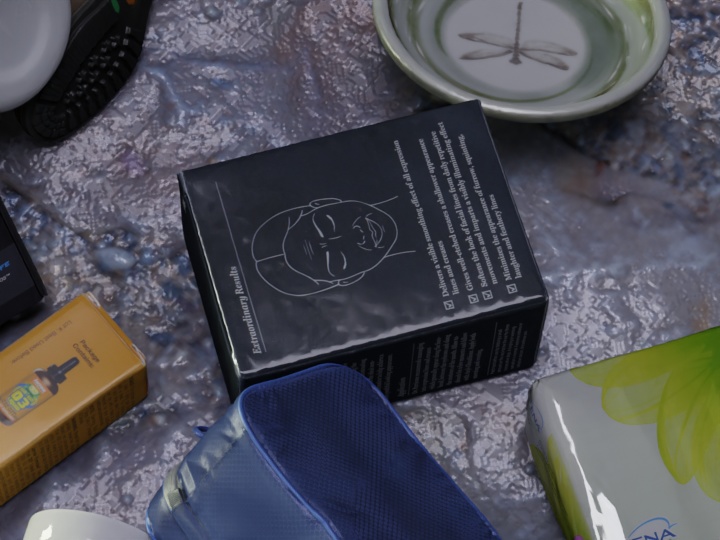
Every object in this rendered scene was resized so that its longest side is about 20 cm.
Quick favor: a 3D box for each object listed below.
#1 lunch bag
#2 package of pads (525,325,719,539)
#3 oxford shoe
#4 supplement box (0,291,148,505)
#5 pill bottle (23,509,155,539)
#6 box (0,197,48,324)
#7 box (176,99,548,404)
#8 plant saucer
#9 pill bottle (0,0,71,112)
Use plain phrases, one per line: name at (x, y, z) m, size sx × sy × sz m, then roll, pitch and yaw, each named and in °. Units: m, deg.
lunch bag at (-0.030, 0.159, 1.468) m, size 0.200 × 0.132 × 0.136 m, roll 51°, pitch 33°, yaw 20°
package of pads at (0.197, 0.143, 1.528) m, size 0.154 × 0.068 × 0.200 m, roll -15°, pitch 65°, yaw -9°
oxford shoe at (-0.189, -0.175, 1.685) m, size 0.084 × 0.073 × 0.200 m, roll 12°, pitch 64°, yaw 30°
supplement box at (-0.227, 0.102, 1.543) m, size 0.200 × 0.069 × 0.067 m, roll -37°, pitch 71°, yaw -15°
pill bottle at (-0.178, 0.246, 1.449) m, size 0.112 × 0.112 × 0.201 m, roll 12°, pitch 64°, yaw 5°
box at (-0.320, -0.019, 1.534) m, size 0.200 × 0.199 × 0.050 m, roll -30°, pitch 34°, yaw -14°
box at (0.000, 0.000, 1.572) m, size 0.199 × 0.107 × 0.149 m, roll -13°, pitch 66°, yaw -8°
plant saucer at (0.105, -0.158, 1.666) m, size 0.199 × 0.050 × 0.201 m, roll 4°, pitch 49°, yaw -4°
pill bottle at (-0.291, -0.180, 1.628) m, size 0.200 × 0.112 × 0.112 m, roll 23°, pitch 64°, yaw 38°
